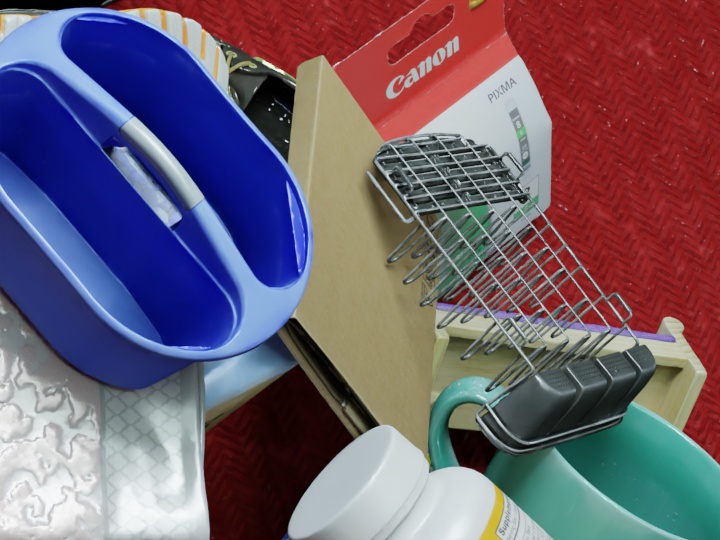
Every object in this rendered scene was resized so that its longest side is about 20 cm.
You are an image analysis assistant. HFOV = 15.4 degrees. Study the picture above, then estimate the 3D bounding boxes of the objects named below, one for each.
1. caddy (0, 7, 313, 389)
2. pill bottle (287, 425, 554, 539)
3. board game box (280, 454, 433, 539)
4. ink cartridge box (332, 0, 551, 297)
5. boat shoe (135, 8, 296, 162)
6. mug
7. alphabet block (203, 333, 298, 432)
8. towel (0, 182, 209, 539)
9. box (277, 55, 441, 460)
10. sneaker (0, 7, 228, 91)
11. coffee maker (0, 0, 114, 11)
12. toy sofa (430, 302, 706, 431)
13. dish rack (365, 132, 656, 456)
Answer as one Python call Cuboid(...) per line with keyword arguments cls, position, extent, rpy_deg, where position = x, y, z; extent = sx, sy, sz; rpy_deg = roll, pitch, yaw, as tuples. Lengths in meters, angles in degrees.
Cuboid(cls="caddy", position=(-0.116, -0.038, 1.348), extent=(0.200, 0.105, 0.141), rpy_deg=(49, 58, -1))
Cuboid(cls="pill bottle", position=(0.059, 0.180, 1.470), extent=(0.200, 0.113, 0.113), rpy_deg=(44, 59, -14))
Cuboid(cls="board game box", position=(0.028, 0.177, 1.590), extent=(0.135, 0.034, 0.200), rpy_deg=(49, 27, -3))
Cuboid(cls="ink cartridge box", position=(0.055, -0.080, 1.669), extent=(0.050, 0.200, 0.161), rpy_deg=(32, 54, 29))
Cuboid(cls="boat shoe", position=(-0.072, -0.105, 1.687), extent=(0.201, 0.061, 0.072), rpy_deg=(36, 60, -10))
Cuboid(cls="mug", position=(0.131, 0.149, 1.605), extent=(0.152, 0.115, 0.185), rpy_deg=(0, 37, -50))
Cuboid(cls="alphabet block", position=(-0.184, 0.031, 1.503), extent=(0.195, 0.200, 0.197), rpy_deg=(-25, 83, -30))
Cuboid(cls="towel", position=(-0.170, 0.047, 1.369), extent=(0.191, 0.032, 0.200), rpy_deg=(6, 69, -23))
Cuboid(cls="box", position=(0.000, 0.000, 1.527), extent=(0.164, 0.021, 0.200), rpy_deg=(53, 31, -41))
Cuboid(cls="sneaker", position=(-0.168, -0.124, 1.594), extent=(0.200, 0.077, 0.078), rpy_deg=(7, 93, -37))
Cuboid(cls="coffee maker", position=(-0.173, -0.222, 1.600), extent=(0.135, 0.200, 0.192), rpy_deg=(39, 60, -7))
Cuboid(cls="toy sofa", position=(0.106, 0.060, 1.675), extent=(0.200, 0.083, 0.098), rpy_deg=(8, 29, -23))
Cuboid(cls="dish rack", position=(0.081, 0.006, 1.561), extent=(0.200, 0.055, 0.153), rpy_deg=(54, 29, 16))
